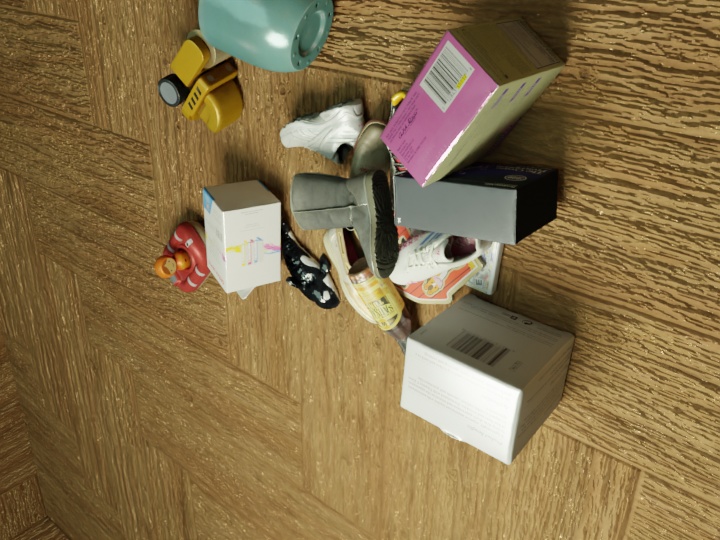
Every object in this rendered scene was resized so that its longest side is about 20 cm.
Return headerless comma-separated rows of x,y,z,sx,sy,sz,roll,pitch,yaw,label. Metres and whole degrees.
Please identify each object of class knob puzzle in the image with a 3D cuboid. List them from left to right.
0.092,-0.026,1.132,0.216,0.030,0.226,20,122,35,knob puzzle

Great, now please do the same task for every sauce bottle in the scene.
0.050,0.068,1.184,0.065,0.066,0.202,-13,120,44,sauce bottle

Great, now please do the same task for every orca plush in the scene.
-0.120,-0.003,1.339,0.104,0.070,0.204,-24,92,45,orca plush

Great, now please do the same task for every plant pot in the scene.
-0.139,-0.422,1.086,0.159,0.201,0.203,32,129,11,plant pot

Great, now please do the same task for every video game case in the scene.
0.154,-0.083,1.086,0.179,0.023,0.205,24,124,33,video game case

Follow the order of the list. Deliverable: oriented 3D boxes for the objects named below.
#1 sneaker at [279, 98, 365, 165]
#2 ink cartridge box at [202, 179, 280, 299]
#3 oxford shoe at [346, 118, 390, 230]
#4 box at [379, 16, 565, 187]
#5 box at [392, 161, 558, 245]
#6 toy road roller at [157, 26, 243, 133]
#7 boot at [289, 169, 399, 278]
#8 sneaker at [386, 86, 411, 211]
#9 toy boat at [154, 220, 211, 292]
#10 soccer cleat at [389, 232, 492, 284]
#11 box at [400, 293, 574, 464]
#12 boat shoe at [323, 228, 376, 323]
-0.067,-0.232,1.184,0.197,0.077,0.102,-5,109,44,sneaker
-0.241,-0.061,1.363,0.128,0.122,0.205,42,137,48,ink cartridge box
0.012,-0.156,1.132,0.068,0.076,0.203,13,130,-1,oxford shoe
0.151,-0.230,0.896,0.097,0.198,0.177,49,134,12,box
0.164,-0.104,0.955,0.196,0.140,0.081,12,118,37,box
-0.284,-0.367,1.294,0.146,0.123,0.199,46,135,-5,toy road roller
-0.033,-0.078,1.104,0.196,0.072,0.188,-2,94,38,boot
0.067,-0.184,1.047,0.076,0.081,0.207,7,100,35,sneaker
-0.424,-0.024,1.564,0.132,0.130,0.200,55,135,6,toy boat
0.113,-0.028,1.040,0.197,0.086,0.071,-25,92,30,soccer cleat
0.196,0.157,1.035,0.196,0.198,0.134,22,121,32,box
0.000,0.000,1.229,0.069,0.073,0.203,-36,83,51,boat shoe
